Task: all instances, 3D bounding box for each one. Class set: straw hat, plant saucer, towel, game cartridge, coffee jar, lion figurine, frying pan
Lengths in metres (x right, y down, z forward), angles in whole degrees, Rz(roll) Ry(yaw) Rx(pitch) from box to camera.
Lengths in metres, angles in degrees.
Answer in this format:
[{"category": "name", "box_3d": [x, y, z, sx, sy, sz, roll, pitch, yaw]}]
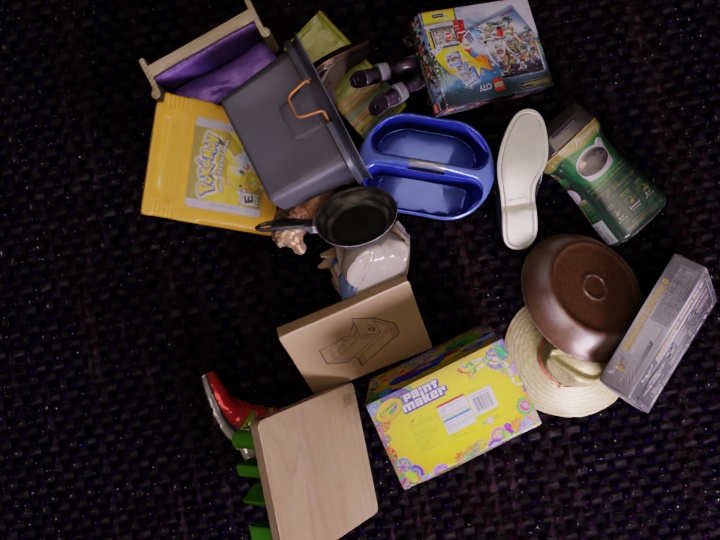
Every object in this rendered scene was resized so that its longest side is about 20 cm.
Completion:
[{"category": "straw hat", "box_3d": [0.315, 0.129, 1.002, 0.197, 0.085, 0.205, 0, 91, 3]}, {"category": "plant saucer", "box_3d": [0.328, 0.030, 0.978, 0.197, 0.037, 0.204, 7, 63, -13]}, {"category": "towel", "box_3d": [-0.024, -0.298, 1.049, 0.086, 0.018, 0.200, -42, 88, 1]}, {"category": "game cartridge", "box_3d": [-0.214, -0.155, 1.013, 0.197, 0.032, 0.180, 8, 91, -24]}, {"category": "coffee jar", "box_3d": [0.342, -0.141, 0.998, 0.104, 0.085, 0.201, -41, 89, 3]}, {"category": "lion figurine", "box_3d": [-0.058, -0.116, 0.999, 0.072, 0.122, 0.201, 36, 91, 2]}, {"category": "frying pan", "box_3d": [-0.038, -0.054, 0.912, 0.188, 0.031, 0.116, -25, 47, -7]}]

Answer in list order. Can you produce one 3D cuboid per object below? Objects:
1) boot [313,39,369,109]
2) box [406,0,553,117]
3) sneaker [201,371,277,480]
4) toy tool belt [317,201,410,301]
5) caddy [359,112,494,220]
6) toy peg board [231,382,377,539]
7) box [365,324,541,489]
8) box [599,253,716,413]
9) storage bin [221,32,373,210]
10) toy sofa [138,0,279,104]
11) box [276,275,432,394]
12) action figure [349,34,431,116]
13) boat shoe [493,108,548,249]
[{"category": "boot", "box_3d": [-0.055, -0.260, 1.023, 0.198, 0.075, 0.098, -34, 113, -6]}, {"category": "box", "box_3d": [0.176, -0.311, 0.987, 0.197, 0.038, 0.139, -17, 90, -24]}, {"category": "sneaker", "box_3d": [-0.168, 0.228, 1.041, 0.085, 0.077, 0.201, -37, 96, -13]}, {"category": "toy tool belt", "box_3d": [0.000, 0.000, 1.002, 0.123, 0.124, 0.202, 2, 133, -23]}, {"category": "caddy", "box_3d": [0.095, -0.150, 0.999, 0.196, 0.105, 0.144, 9, 92, 2]}, {"category": "toy peg board", "box_3d": [-0.088, 0.289, 0.994, 0.097, 0.198, 0.204, -10, 92, 40]}, {"category": "box", "box_3d": [0.121, 0.182, 0.958, 0.197, 0.193, 0.124, -26, 89, 2]}, {"category": "box", "box_3d": [0.423, 0.095, 0.962, 0.048, 0.158, 0.202, 31, 91, 37]}, {"category": "storage bin", "box_3d": [-0.090, -0.184, 0.903, 0.133, 0.146, 0.202, -29, 84, 5]}, {"category": "toy sofa", "box_3d": [-0.219, -0.309, 1.025, 0.198, 0.083, 0.099, -28, 88, 3]}, {"category": "box", "box_3d": [-0.004, 0.099, 0.993, 0.197, 0.165, 0.021, -22, 47, 3]}, {"category": "action figure", "box_3d": [0.088, -0.297, 1.004, 0.198, 0.069, 0.132, -27, 91, -23]}, {"category": "boat shoe", "box_3d": [0.228, -0.136, 0.989, 0.073, 0.066, 0.203, -8, 113, -1]}]
